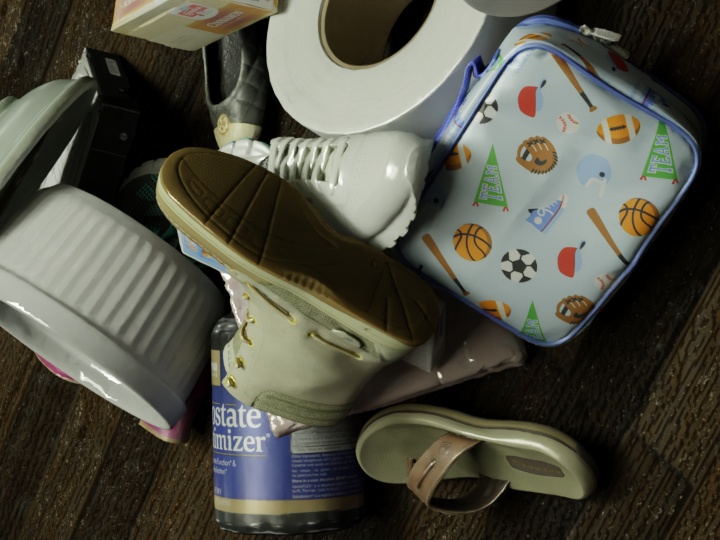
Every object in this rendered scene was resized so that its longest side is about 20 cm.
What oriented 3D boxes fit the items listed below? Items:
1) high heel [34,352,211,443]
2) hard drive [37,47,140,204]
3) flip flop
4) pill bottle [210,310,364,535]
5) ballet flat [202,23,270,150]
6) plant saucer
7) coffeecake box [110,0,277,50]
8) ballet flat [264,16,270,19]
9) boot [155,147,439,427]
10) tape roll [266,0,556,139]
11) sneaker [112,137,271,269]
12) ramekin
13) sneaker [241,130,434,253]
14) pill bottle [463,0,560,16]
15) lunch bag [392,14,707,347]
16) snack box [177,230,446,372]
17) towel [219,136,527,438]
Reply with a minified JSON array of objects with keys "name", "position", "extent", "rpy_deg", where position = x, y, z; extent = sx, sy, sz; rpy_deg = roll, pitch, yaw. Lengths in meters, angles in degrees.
[{"name":"high heel","position":[-0.196,0.057,1.708],"extent":[0.200,0.067,0.096],"rpy_deg":[32,112,40]},{"name":"hard drive","position":[-0.235,-0.069,1.725],"extent":[0.140,0.038,0.200],"rpy_deg":[-116,42,-61]},{"name":"flip flop","position":[0.072,0.138,1.425],"extent":[0.200,0.081,0.058],"rpy_deg":[4,56,40]},{"name":"pill bottle","position":[-0.054,0.089,1.533],"extent":[0.112,0.112,0.200],"rpy_deg":[-2,90,45]},{"name":"ballet flat","position":[-0.110,-0.184,1.621],"extent":[0.066,0.057,0.200],"rpy_deg":[-10,84,46]},{"name":"plant saucer","position":[-0.278,-0.077,1.590],"extent":[0.050,0.200,0.200],"rpy_deg":[36,122,-3]},{"name":"coffeecake box","position":[-0.110,-0.275,1.512],"extent":[0.153,0.073,0.200],"rpy_deg":[-10,71,63]},{"name":"ballet flat","position":[-0.050,-0.284,1.565],"extent":[0.072,0.072,0.200],"rpy_deg":[39,116,38]},{"name":"boot","position":[-0.065,0.017,1.356],"extent":[0.200,0.072,0.155],"rpy_deg":[32,142,-7]},{"name":"tape roll","position":[0.033,-0.171,1.420],"extent":[0.202,0.071,0.203],"rpy_deg":[-20,57,34]},{"name":"sneaker","position":[-0.138,-0.039,1.616],"extent":[0.200,0.078,0.091],"rpy_deg":[-18,35,46]},{"name":"ramekin","position":[-0.196,0.022,1.574],"extent":[0.200,0.200,0.105],"rpy_deg":[22,73,43]},{"name":"sneaker","position":[-0.021,-0.057,1.360],"extent":[0.200,0.080,0.077],"rpy_deg":[-16,51,63]},{"name":"pill bottle","position":[0.075,-0.258,1.304],"extent":[0.114,0.114,0.200],"rpy_deg":[-52,40,33]},{"name":"lunch bag","position":[0.118,-0.061,1.333],"extent":[0.160,0.076,0.200],"rpy_deg":[32,117,-2]},{"name":"snack box","position":[-0.035,0.004,1.412],"extent":[0.200,0.072,0.024],"rpy_deg":[26,66,14]},{"name":"towel","position":[0.000,0.000,1.463],"extent":[0.191,0.032,0.200],"rpy_deg":[-19,75,4]}]
